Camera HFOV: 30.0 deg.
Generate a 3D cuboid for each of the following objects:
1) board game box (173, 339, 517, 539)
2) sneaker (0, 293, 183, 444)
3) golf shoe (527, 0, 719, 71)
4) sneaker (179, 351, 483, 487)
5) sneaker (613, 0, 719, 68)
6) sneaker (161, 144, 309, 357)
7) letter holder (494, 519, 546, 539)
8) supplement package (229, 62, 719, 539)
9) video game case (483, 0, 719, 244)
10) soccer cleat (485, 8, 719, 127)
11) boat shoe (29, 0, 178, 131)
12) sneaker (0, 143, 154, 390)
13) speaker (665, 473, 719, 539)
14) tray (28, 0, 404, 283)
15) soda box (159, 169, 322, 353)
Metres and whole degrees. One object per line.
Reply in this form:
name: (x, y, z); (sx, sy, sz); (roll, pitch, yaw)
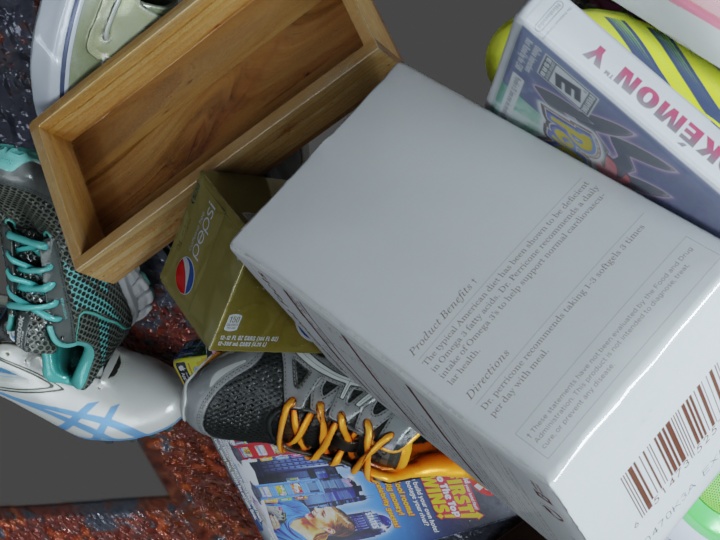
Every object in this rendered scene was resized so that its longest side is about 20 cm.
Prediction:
board game box: (0.008, 0.109, 0.881); (0.198, 0.062, 0.201); (-9, 121, 24)
sneaker: (-0.210, 0.061, 0.917); (0.198, 0.072, 0.073); (18, 146, 7)
golf shoe: (0.167, -0.082, 0.673); (0.199, 0.075, 0.092); (30, 140, 7)
sneaker: (-0.001, 0.080, 0.752); (0.198, 0.078, 0.079); (1, 132, -9)
sneaker: (0.168, -0.149, 0.588); (0.199, 0.075, 0.105); (33, 113, 6)
sneaker: (-0.077, 0.012, 0.771); (0.070, 0.099, 0.202); (11, 108, 20)
letter holder: (0.124, 0.240, 0.859); (0.100, 0.143, 0.200); (32, 143, -3)
supplement package: (0.061, 0.020, 0.578); (0.200, 0.117, 0.117); (36, 169, 39)
video game case: (0.125, -0.018, 0.570); (0.182, 0.023, 0.200); (42, 170, 7)
soccer cleat: (0.143, -0.054, 0.593); (0.199, 0.084, 0.065); (30, 126, 5)
boat shoe: (-0.131, -0.149, 0.724); (0.062, 0.072, 0.201); (26, 129, 6)
sneaker: (-0.185, 0.005, 0.817); (0.077, 0.092, 0.201); (13, 150, 20)
speaker: (0.145, 0.079, 0.712); (0.200, 0.089, 0.088); (45, 128, -14)
tray: (-0.079, -0.089, 0.700); (0.199, 0.099, 0.037); (-34, 152, 19)
soda box: (0.000, 0.000, 0.714); (0.199, 0.064, 0.068); (4, 121, -39)
